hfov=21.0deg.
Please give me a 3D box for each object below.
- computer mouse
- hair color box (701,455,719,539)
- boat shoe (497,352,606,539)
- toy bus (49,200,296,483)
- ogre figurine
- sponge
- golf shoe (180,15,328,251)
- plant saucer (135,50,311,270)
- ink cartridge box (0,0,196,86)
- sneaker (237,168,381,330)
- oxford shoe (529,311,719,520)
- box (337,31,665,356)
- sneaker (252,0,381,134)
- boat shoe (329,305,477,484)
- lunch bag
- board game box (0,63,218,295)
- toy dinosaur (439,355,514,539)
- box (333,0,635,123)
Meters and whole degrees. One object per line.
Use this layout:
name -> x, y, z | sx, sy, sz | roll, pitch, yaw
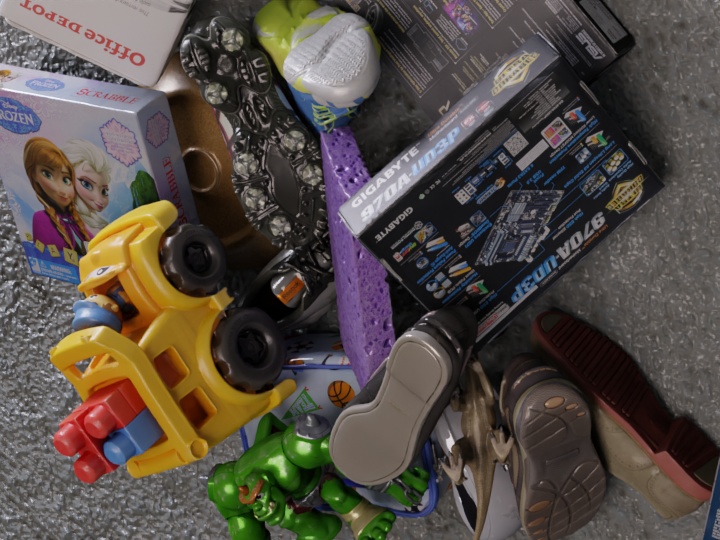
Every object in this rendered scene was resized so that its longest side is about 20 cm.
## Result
computer mouse -> 0.102, 0.134, 1.593 | 0.044, 0.109, 0.201 | 11, 126, 60
hair color box -> 0.310, 0.136, 1.467 | 0.060, 0.100, 0.201 | 18, 117, 21
boat shoe -> 0.149, 0.138, 1.540 | 0.200, 0.074, 0.073 | 84, 167, -46
toy bus -> -0.182, 0.073, 1.574 | 0.136, 0.192, 0.200 | -20, 105, 51
ogre figurine -> -0.051, 0.185, 1.615 | 0.120, 0.098, 0.200 | 44, 146, -18
sponge -> 0.000, 0.000, 1.522 | 0.030, 0.112, 0.201 | -11, 122, -8
golf shoe -> -0.078, -0.116, 1.573 | 0.077, 0.088, 0.201 | -21, 104, 4
plant saucer -> -0.130, -0.090, 1.665 | 0.200, 0.035, 0.201 | 11, 114, 26
ink cartridge box -> -0.189, -0.272, 1.573 | 0.146, 0.084, 0.200 | 26, 122, -6
sneaker -> -0.026, -0.007, 1.613 | 0.074, 0.079, 0.200 | 50, 120, 4
oxford shoe -> 0.198, 0.120, 1.544 | 0.200, 0.070, 0.075 | 47, 130, 6
box -> 0.106, -0.054, 1.439 | 0.200, 0.046, 0.159 | -42, 126, 5
sneaker -> -0.017, -0.149, 1.516 | 0.076, 0.200, 0.105 | -31, 120, -2
boat shoe -> 0.037, 0.096, 1.462 | 0.067, 0.057, 0.200 | 43, 141, 10
lunch bag -> -0.009, 0.137, 1.665 | 0.199, 0.076, 0.161 | 2, 112, 30
board game box -> -0.230, -0.072, 1.680 | 0.200, 0.041, 0.200 | 12, 128, 35
toy dinosaur -> 0.094, 0.136, 1.521 | 0.058, 0.101, 0.201 | -4, 92, 7
box -> 0.089, -0.197, 1.494 | 0.200, 0.044, 0.160 | 50, 124, 3
